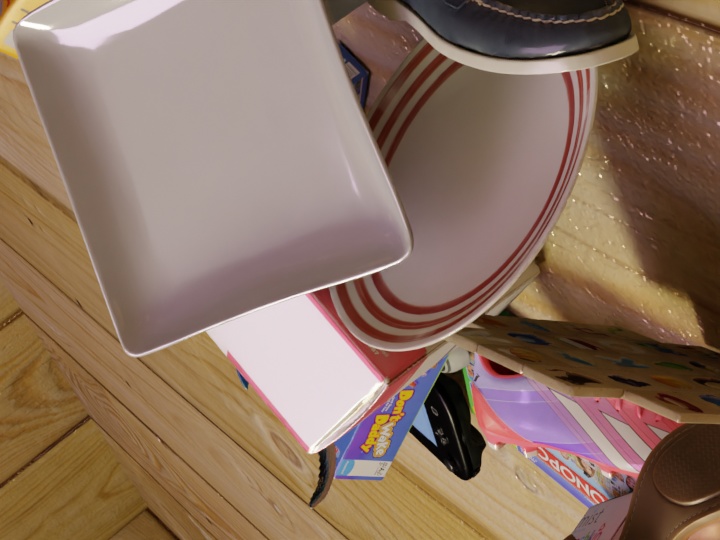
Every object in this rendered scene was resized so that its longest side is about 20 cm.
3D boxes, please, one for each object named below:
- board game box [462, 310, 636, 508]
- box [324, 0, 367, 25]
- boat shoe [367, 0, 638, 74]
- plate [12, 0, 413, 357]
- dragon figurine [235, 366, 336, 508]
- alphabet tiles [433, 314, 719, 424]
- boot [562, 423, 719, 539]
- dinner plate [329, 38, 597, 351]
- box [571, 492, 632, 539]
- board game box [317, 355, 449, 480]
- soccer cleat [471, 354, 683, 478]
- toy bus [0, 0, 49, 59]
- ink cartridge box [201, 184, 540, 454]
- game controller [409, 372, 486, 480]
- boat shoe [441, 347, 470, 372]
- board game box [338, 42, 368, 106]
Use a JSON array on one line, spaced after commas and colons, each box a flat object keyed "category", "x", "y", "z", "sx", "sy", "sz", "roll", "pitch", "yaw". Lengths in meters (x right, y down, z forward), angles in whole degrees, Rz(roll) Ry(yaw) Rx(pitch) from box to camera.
[{"category": "board game box", "x": 0.149, "y": 0.112, "z": 0.989, "sx": 0.200, "sy": 0.029, "sz": 0.135, "roll": 38, "pitch": 156, "yaw": 35}, {"category": "box", "x": -0.096, "y": -0.239, "z": 0.791, "sx": 0.200, "sy": 0.105, "sz": 0.184, "roll": 30, "pitch": 153, "yaw": 46}, {"category": "boat shoe", "x": 0.061, "y": -0.141, "z": 0.654, "sx": 0.200, "sy": 0.075, "sz": 0.062, "roll": -133, "pitch": 36, "yaw": -59}, {"category": "plate", "x": -0.078, "y": -0.074, "z": 0.729, "sx": 0.199, "sy": 0.032, "sz": 0.200, "roll": -20, "pitch": 90, "yaw": 33}, {"category": "dragon figurine", "x": -0.050, "y": 0.053, "z": 0.928, "sx": 0.099, "sy": 0.200, "sz": 0.059, "roll": 6, "pitch": 176, "yaw": 6}, {"category": "alphabet tiles", "x": 0.142, "y": 0.049, "z": 0.696, "sx": 0.166, "sy": 0.200, "sz": 0.006, "roll": 24, "pitch": 104, "yaw": 52}, {"category": "boot", "x": 0.202, "y": 0.172, "z": 0.760, "sx": 0.155, "sy": 0.200, "sz": 0.077, "roll": 49, "pitch": 179, "yaw": -28}, {"category": "dinner plate", "x": 0.051, "y": -0.051, "z": 0.705, "sx": 0.024, "sy": 0.200, "sz": 0.200, "roll": 26, "pitch": 175, "yaw": -30}, {"category": "box", "x": 0.196, "y": 0.274, "z": 0.896, "sx": 0.200, "sy": 0.177, "sz": 0.097, "roll": 40, "pitch": 156, "yaw": -1}, {"category": "board game box", "x": -0.017, "y": 0.038, "z": 1.021, "sx": 0.200, "sy": 0.045, "sz": 0.135, "roll": 53, "pitch": 125, "yaw": 45}, {"category": "soccer cleat", "x": 0.148, "y": 0.079, "z": 0.836, "sx": 0.200, "sy": 0.067, "sz": 0.077, "roll": 4, "pitch": 112, "yaw": 45}, {"category": "toy bus", "x": -0.150, "y": -0.156, "z": 0.954, "sx": 0.200, "sy": 0.078, "sz": 0.065, "roll": 22, "pitch": -139, "yaw": -32}, {"category": "ink cartridge box", "x": 0.000, "y": 0.000, "z": 0.843, "sx": 0.147, "sy": 0.200, "sz": 0.083, "roll": 49, "pitch": 126, "yaw": 8}, {"category": "game controller", "x": 0.037, "y": 0.097, "z": 1.168, "sx": 0.200, "sy": 0.042, "sz": 0.104, "roll": 37, "pitch": 159, "yaw": 54}, {"category": "boat shoe", "x": 0.023, "y": 0.043, "z": 1.059, "sx": 0.069, "sy": 0.057, "sz": 0.200, "roll": 66, "pitch": 167, "yaw": -18}, {"category": "board game box", "x": -0.084, "y": -0.057, "z": 0.948, "sx": 0.034, "sy": 0.200, "sz": 0.135, "roll": 47, "pitch": 160, "yaw": 15}]
